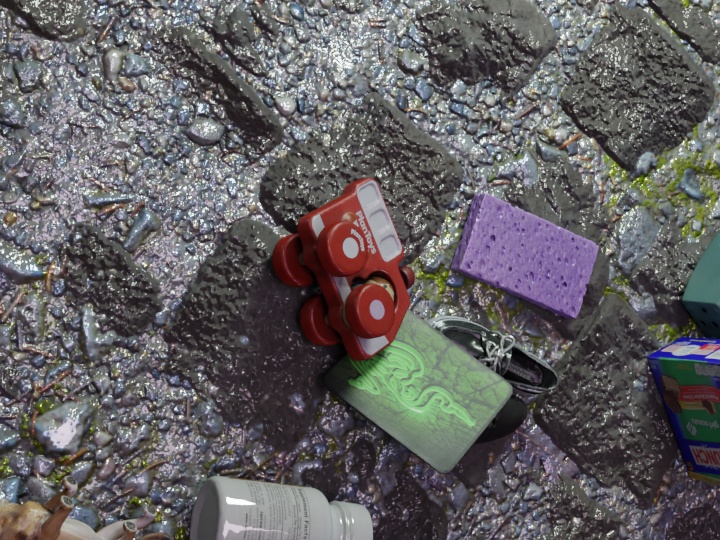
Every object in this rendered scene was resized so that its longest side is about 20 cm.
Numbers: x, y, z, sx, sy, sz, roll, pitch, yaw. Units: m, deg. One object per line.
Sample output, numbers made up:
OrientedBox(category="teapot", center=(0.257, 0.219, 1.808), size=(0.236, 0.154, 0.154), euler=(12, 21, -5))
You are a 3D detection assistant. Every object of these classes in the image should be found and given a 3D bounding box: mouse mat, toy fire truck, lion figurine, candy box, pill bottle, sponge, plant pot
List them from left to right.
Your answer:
OrientedBox(category="lion figurine", center=(-0.323, 0.300, 1.351), size=(0.200, 0.073, 0.123), euler=(32, 109, -27))
OrientedBox(category="pill bottle", center=(-0.093, 0.312, 1.434), size=(0.200, 0.114, 0.115), euler=(12, 83, -24))
OrientedBox(category="toy fire truck", center=(0.000, 0.000, 1.502), size=(0.168, 0.112, 0.200), euler=(-32, 103, -41))
OrientedBox(category="mouse mat", center=(0.073, 0.143, 1.508), size=(0.200, 0.008, 0.161), euler=(35, 60, 15))
OrientedBox(category="sponge", center=(0.227, -0.019, 1.641), size=(0.200, 0.030, 0.112), euler=(23, 79, -23))
OrientedBox(category="candy box", center=(0.506, 0.201, 1.685), size=(0.077, 0.169, 0.200), euler=(-25, 98, -20))
OrientedBox(category="plant pot", center=(0.576, 0.011, 1.748), size=(0.200, 0.141, 0.141), euler=(-43, 105, -12))

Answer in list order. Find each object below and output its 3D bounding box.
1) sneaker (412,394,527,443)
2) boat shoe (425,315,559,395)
OrientedBox(category="sneaker", center=(0.137, 0.193, 1.563), size=(0.200, 0.082, 0.073), euler=(0, 89, -25))
OrientedBox(category="boat shoe", center=(0.173, 0.116, 1.590), size=(0.199, 0.068, 0.074), euler=(31, 76, -20))
